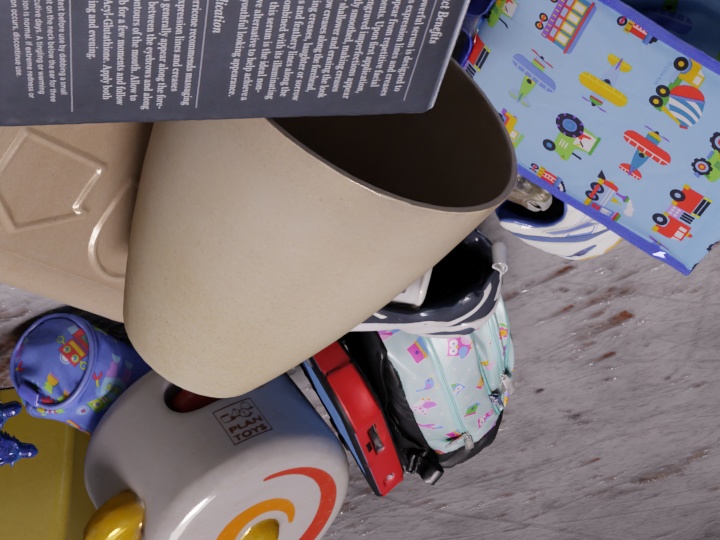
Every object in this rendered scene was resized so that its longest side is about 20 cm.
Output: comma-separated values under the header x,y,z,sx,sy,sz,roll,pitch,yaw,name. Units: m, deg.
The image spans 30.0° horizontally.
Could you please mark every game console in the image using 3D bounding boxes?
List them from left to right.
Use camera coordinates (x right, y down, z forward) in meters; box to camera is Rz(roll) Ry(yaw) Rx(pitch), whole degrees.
x,y,z,sx,sy,sz,roll,pitch,yaw,name
-0.032,0.068,0.983,0.031,0.177,0.200,-33,153,-9,game console

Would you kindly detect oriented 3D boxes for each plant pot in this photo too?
x,y,z,sx,sy,sz,roll,pitch,yaw,name
-0.328,0.228,1.165,0.199,0.177,0.200,-8,151,-7,plant pot
-0.046,-0.028,0.730,0.187,0.188,0.200,10,130,-34,plant pot

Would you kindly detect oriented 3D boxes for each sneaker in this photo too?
x,y,z,sx,sy,sz,roll,pitch,yaw,name
0.000,0.000,0.829,0.198,0.080,0.130,7,161,-9,sneaker
0.176,-0.067,0.909,0.088,0.076,0.200,13,143,-37,sneaker

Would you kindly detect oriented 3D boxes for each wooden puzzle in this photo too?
x,y,z,sx,sy,sz,roll,pitch,yaw,name
-0.142,-0.070,0.768,0.200,0.046,0.185,-51,145,10,wooden puzzle

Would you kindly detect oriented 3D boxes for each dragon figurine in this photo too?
x,y,z,sx,sy,sz,roll,pitch,yaw,name
-0.342,0.124,1.047,0.199,0.059,0.099,-1,177,4,dragon figurine

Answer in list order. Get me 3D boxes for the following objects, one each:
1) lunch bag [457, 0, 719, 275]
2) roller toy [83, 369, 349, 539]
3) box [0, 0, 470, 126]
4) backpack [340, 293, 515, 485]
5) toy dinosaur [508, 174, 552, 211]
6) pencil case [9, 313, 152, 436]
x,y,z,sx,sy,sz,roll,pitch,yaw,name
0.142,-0.107,0.776,0.199,0.094,0.151,23,143,-3,lunch bag
-0.108,0.162,1.037,0.183,0.140,0.200,-47,145,7,roller toy
-0.065,-0.154,0.582,0.199,0.149,0.107,-4,151,-14,box
0.044,0.043,1.004,0.126,0.167,0.200,-31,150,-8,backpack
0.026,-0.075,0.865,0.199,0.077,0.102,12,133,-27,toy dinosaur
-0.196,0.104,1.081,0.078,0.087,0.200,24,169,33,pencil case
